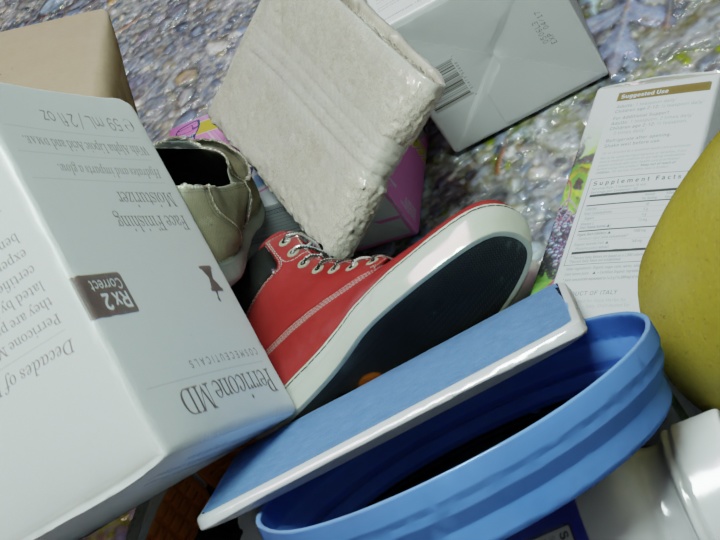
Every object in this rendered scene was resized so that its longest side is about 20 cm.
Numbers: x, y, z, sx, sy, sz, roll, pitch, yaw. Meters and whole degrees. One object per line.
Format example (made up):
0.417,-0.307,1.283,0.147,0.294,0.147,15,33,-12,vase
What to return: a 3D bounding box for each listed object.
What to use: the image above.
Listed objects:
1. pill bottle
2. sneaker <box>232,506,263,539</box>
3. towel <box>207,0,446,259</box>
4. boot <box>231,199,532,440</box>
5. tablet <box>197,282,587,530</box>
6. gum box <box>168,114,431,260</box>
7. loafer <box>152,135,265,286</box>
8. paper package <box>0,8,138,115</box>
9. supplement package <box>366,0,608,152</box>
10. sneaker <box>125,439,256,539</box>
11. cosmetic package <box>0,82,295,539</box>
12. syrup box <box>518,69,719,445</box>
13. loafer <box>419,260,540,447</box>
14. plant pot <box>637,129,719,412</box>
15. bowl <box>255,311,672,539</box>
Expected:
0.093,0.142,0.713,0.200,0.112,0.112,-27,40,14,pill bottle
-0.057,0.203,0.803,0.112,0.073,0.200,-48,28,10,sneaker
-0.026,-0.107,0.963,0.133,0.034,0.200,-62,40,20,towel
0.000,0.000,0.849,0.200,0.072,0.144,-43,43,24,boot
0.017,0.064,0.740,0.200,0.014,0.130,-29,5,8,tablet
-0.056,-0.062,1.059,0.200,0.066,0.114,-15,46,26,gum box
-0.095,-0.050,0.916,0.075,0.070,0.200,-4,21,-5,loafer
-0.237,-0.070,0.963,0.190,0.104,0.200,-12,30,0,paper package
0.074,-0.205,1.054,0.120,0.121,0.200,-27,40,15,supplement package
-0.100,0.115,0.930,0.092,0.076,0.200,-11,38,40,sneaker
-0.170,0.034,0.767,0.165,0.165,0.200,-32,83,18,cosmetic package
0.157,-0.009,0.835,0.081,0.079,0.200,-5,50,35,syrup box
0.055,0.087,0.837,0.200,0.063,0.072,-52,17,-12,loafer
0.216,0.002,0.713,0.142,0.200,0.200,-29,35,43,plant pot
0.049,0.082,0.686,0.200,0.039,0.201,-28,4,2,bowl
